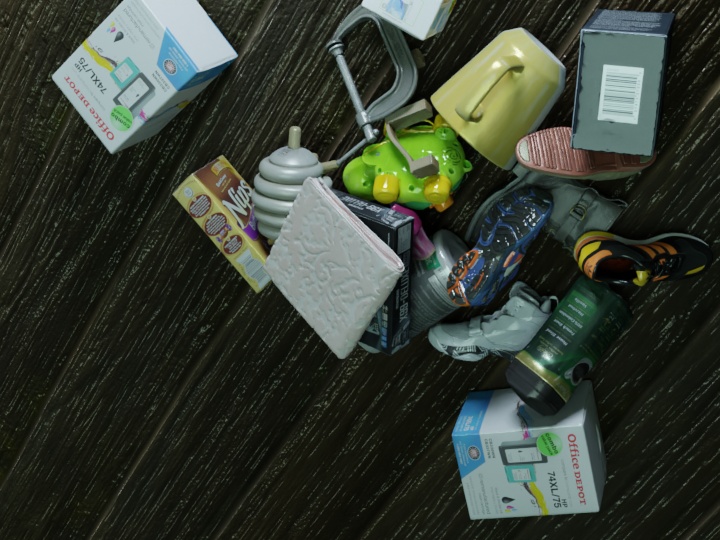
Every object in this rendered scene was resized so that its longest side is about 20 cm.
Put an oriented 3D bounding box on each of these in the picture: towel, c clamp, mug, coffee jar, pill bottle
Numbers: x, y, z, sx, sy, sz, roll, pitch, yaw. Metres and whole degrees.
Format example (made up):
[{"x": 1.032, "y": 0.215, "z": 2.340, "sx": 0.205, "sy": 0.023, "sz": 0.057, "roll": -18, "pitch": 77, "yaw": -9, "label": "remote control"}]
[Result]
[{"x": -0.042, "y": -0.003, "z": 1.548, "sx": 0.191, "sy": 0.032, "sz": 0.201, "roll": 47, "pitch": 134, "yaw": 17, "label": "towel"}, {"x": 0.002, "y": -0.278, "z": 1.569, "sx": 0.169, "sy": 0.027, "sz": 0.203, "roll": -27, "pitch": 69, "yaw": 31, "label": "c clamp"}, {"x": 0.200, "y": -0.236, "z": 1.486, "sx": 0.149, "sy": 0.187, "sz": 0.153, "roll": 36, "pitch": 109, "yaw": -18, "label": "mug"}, {"x": 0.295, "y": 0.109, "z": 1.572, "sx": 0.085, "sy": 0.104, "sz": 0.201, "roll": 38, "pitch": 87, "yaw": 36, "label": "coffee jar"}, {"x": 0.076, "y": 0.036, "z": 1.655, "sx": 0.199, "sy": 0.113, "sz": 0.114, "roll": -35, "pitch": 96, "yaw": 25, "label": "pill bottle"}]

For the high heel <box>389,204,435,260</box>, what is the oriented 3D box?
[{"x": 0.022, "y": -0.059, "z": 1.618, "sx": 0.096, "sy": 0.068, "sz": 0.199, "roll": 50, "pitch": 160, "yaw": -26, "label": "high heel"}]

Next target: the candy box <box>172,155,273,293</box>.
[{"x": -0.187, "y": -0.074, "z": 1.700, "sx": 0.056, "sy": 0.117, "sz": 0.200, "roll": -40, "pitch": 94, "yaw": 27, "label": "candy box"}]

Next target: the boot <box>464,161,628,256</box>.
[{"x": 0.263, "y": -0.069, "z": 1.580, "sx": 0.174, "sy": 0.069, "sz": 0.200, "roll": 40, "pitch": 117, "yaw": -1, "label": "boot"}]

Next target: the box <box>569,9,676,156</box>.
[{"x": 0.339, "y": -0.247, "z": 1.416, "sx": 0.105, "sy": 0.200, "sz": 0.151, "roll": 8, "pitch": 111, "yaw": 16, "label": "box"}]

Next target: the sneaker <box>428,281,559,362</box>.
[{"x": 0.203, "y": 0.075, "z": 1.651, "sx": 0.197, "sy": 0.075, "sz": 0.117, "roll": 9, "pitch": 111, "yaw": 10, "label": "sneaker"}]

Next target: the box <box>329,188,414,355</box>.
[{"x": 0.000, "y": 0.000, "z": 1.570, "sx": 0.156, "sy": 0.050, "sz": 0.203, "roll": 22, "pitch": 124, "yaw": 34, "label": "box"}]

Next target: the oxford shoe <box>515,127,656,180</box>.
[{"x": 0.299, "y": -0.147, "z": 1.498, "sx": 0.196, "sy": 0.074, "sz": 0.072, "roll": 2, "pitch": 70, "yaw": -11, "label": "oxford shoe"}]

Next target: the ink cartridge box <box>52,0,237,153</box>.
[{"x": -0.319, "y": -0.303, "z": 1.635, "sx": 0.199, "sy": 0.146, "sz": 0.147, "roll": -37, "pitch": 95, "yaw": 26, "label": "ink cartridge box"}]

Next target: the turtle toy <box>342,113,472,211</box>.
[{"x": 0.066, "y": -0.144, "z": 1.591, "sx": 0.197, "sy": 0.148, "sz": 0.101, "roll": 1, "pitch": 150, "yaw": 18, "label": "turtle toy"}]

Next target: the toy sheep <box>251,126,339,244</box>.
[{"x": -0.099, "y": -0.116, "z": 1.641, "sx": 0.136, "sy": 0.138, "sz": 0.203, "roll": 6, "pitch": 109, "yaw": 16, "label": "toy sheep"}]

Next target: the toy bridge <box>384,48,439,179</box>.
[{"x": 0.067, "y": -0.218, "z": 1.548, "sx": 0.066, "sy": 0.027, "sz": 0.203, "roll": -19, "pitch": 60, "yaw": 25, "label": "toy bridge"}]

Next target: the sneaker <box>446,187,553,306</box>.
[{"x": 0.200, "y": -0.031, "z": 1.547, "sx": 0.201, "sy": 0.078, "sz": 0.075, "roll": -50, "pitch": 57, "yaw": 10, "label": "sneaker"}]

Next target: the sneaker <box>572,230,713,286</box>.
[{"x": 0.397, "y": -0.004, "z": 1.523, "sx": 0.196, "sy": 0.090, "sz": 0.071, "roll": 3, "pitch": 120, "yaw": -4, "label": "sneaker"}]

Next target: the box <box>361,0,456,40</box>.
[{"x": 0.098, "y": -0.428, "z": 1.477, "sx": 0.100, "sy": 0.113, "sz": 0.202, "roll": 30, "pitch": 115, "yaw": 7, "label": "box"}]

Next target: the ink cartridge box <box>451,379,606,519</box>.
[{"x": 0.259, "y": 0.270, "z": 1.661, "sx": 0.197, "sy": 0.146, "sz": 0.149, "roll": -9, "pitch": 107, "yaw": 20, "label": "ink cartridge box"}]
